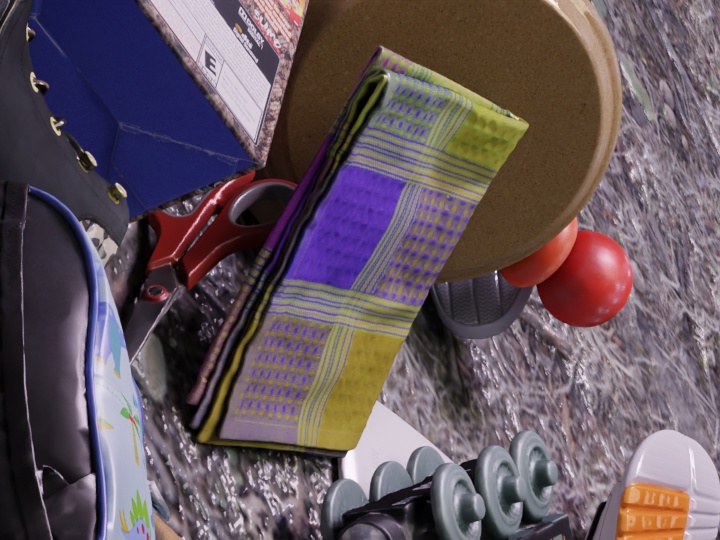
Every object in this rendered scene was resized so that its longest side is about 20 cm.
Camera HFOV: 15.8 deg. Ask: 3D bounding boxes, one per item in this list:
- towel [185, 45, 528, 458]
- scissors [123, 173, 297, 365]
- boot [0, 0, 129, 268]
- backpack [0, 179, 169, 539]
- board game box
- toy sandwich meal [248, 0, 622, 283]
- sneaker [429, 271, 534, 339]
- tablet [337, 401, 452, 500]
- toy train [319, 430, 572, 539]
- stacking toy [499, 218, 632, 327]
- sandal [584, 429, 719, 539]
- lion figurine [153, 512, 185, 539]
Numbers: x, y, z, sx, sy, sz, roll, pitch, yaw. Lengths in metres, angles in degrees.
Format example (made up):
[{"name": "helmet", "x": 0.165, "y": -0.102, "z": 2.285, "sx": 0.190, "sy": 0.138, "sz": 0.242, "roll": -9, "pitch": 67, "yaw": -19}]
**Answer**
[{"name": "towel", "x": 0.000, "y": 0.000, "z": 1.235, "sx": 0.023, "sy": 0.200, "sz": 0.144, "roll": 32, "pitch": 7, "yaw": 32}, {"name": "scissors", "x": -0.095, "y": 0.004, "z": 1.186, "sx": 0.200, "sy": 0.073, "sz": 0.014, "roll": -47, "pitch": 152, "yaw": -41}, {"name": "boot", "x": -0.141, "y": -0.082, "z": 1.037, "sx": 0.154, "sy": 0.073, "sz": 0.204, "roll": 49, "pitch": 62, "yaw": -42}, {"name": "backpack", "x": -0.152, "y": 0.081, "z": 0.826, "sx": 0.147, "sy": 0.183, "sz": 0.200, "roll": 76, "pitch": 7, "yaw": -48}, {"name": "board game box", "x": -0.109, "y": -0.145, "z": 1.187, "sx": 0.159, "sy": 0.097, "sz": 0.200, "roll": 54, "pitch": 28, "yaw": -28}, {"name": "toy sandwich meal", "x": 0.032, "y": -0.081, "z": 1.310, "sx": 0.205, "sy": 0.205, "sz": 0.070, "roll": 57, "pitch": 7, "yaw": -24}, {"name": "sneaker", "x": 0.078, "y": -0.042, "z": 1.525, "sx": 0.071, "sy": 0.073, "sz": 0.200, "roll": 72, "pitch": 21, "yaw": -59}, {"name": "tablet", "x": 0.029, "y": 0.165, "z": 1.320, "sx": 0.130, "sy": 0.014, "sz": 0.200, "roll": 40, "pitch": 37, "yaw": -47}, {"name": "toy train", "x": 0.048, "y": 0.145, "z": 1.269, "sx": 0.200, "sy": 0.085, "sz": 0.114, "roll": -13, "pitch": 91, "yaw": -66}, {"name": "stacking toy", "x": 0.071, "y": -0.037, "z": 1.416, "sx": 0.200, "sy": 0.085, "sz": 0.085, "roll": 35, "pitch": 36, "yaw": -19}, {"name": "sandal", "x": 0.155, "y": 0.191, "z": 1.518, "sx": 0.079, "sy": 0.059, "sz": 0.207, "roll": 28, "pitch": 65, "yaw": -32}, {"name": "lion figurine", "x": -0.077, "y": 0.157, "z": 1.041, "sx": 0.122, "sy": 0.072, "sz": 0.200, "roll": 53, "pitch": 23, "yaw": -46}]
